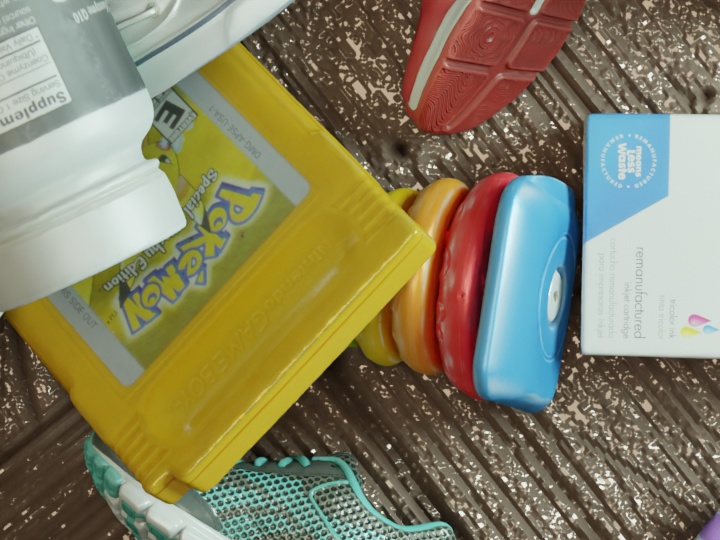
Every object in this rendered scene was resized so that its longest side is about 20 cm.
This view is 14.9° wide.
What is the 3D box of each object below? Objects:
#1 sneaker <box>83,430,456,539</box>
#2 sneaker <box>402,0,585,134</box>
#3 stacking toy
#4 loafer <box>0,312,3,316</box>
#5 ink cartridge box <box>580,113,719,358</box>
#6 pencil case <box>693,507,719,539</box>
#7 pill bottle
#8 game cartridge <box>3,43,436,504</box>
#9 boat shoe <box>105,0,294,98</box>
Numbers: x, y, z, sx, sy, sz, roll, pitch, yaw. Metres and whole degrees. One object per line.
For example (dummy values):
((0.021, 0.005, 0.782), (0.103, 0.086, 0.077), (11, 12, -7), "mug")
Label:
((-0.040, 0.121, 1.346), (0.200, 0.078, 0.091), (31, 72, 5), "sneaker")
((0.056, -0.173, 1.339), (0.116, 0.078, 0.200), (43, 112, 36), "sneaker")
((0.000, 0.000, 1.329), (0.199, 0.116, 0.110), (7, 85, 19), "stacking toy")
((-0.221, 0.084, 1.345), (0.070, 0.070, 0.200), (36, 113, -2), "loafer")
((0.205, -0.015, 1.314), (0.199, 0.067, 0.117), (1, 91, 5), "ink cartridge box")
((0.161, 0.191, 1.310), (0.085, 0.084, 0.200), (39, 96, 38), "pencil case")
((-0.162, -0.091, 1.231), (0.113, 0.113, 0.200), (-24, 96, 5), "pill bottle")
((-0.083, -0.010, 1.310), (0.176, 0.032, 0.200), (-47, 53, 4), "game cartridge")
((-0.101, -0.119, 1.295), (0.200, 0.074, 0.065), (-31, 100, 13), "boat shoe")
